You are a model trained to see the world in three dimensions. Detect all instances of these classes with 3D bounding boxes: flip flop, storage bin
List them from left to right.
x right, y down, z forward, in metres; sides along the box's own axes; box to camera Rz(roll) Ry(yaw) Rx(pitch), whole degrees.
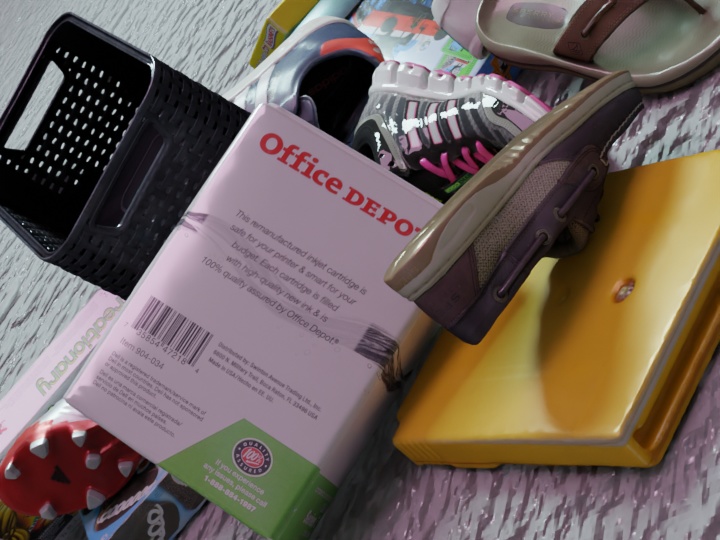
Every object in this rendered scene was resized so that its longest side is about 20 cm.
[{"bbox_3d":[-0.154,-0.070,1.076,0.136,0.093,0.200,-61,31,2],"label":"storage bin"},{"bbox_3d":[0.144,-0.156,1.010,0.199,0.058,0.081,14,65,42],"label":"flip flop"}]

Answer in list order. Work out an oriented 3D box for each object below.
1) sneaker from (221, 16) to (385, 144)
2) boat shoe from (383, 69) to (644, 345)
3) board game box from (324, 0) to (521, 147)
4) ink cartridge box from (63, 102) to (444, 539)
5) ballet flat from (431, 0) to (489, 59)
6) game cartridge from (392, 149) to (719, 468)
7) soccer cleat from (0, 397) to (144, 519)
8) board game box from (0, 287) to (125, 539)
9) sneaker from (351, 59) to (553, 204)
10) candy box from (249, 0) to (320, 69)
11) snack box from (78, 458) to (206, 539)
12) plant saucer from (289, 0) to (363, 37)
[{"bbox_3d":[-0.059,-0.084,1.131,0.200,0.075,0.084,-49,38,-3],"label":"sneaker"},{"bbox_3d":[0.091,-0.033,0.879,0.200,0.065,0.072,-42,4,-38],"label":"boat shoe"},{"bbox_3d":[0.021,-0.115,1.181,0.151,0.037,0.201,19,69,45],"label":"board game box"},{"bbox_3d":[-0.045,0.032,0.950,0.201,0.145,0.084,-56,-15,-8],"label":"ink cartridge box"},{"bbox_3d":[0.142,-0.202,1.111,0.199,0.070,0.070,-31,26,7],"label":"ballet flat"},{"bbox_3d":[0.112,0.023,0.874,0.199,0.032,0.177,-11,43,59],"label":"game cartridge"},{"bbox_3d":[-0.153,0.088,1.102,0.200,0.069,0.085,-39,17,14],"label":"soccer cleat"},{"bbox_3d":[-0.190,0.100,1.168,0.200,0.126,0.035,-49,58,1],"label":"board game box"},{"bbox_3d":[0.060,-0.070,1.038,0.199,0.074,0.088,19,80,51],"label":"sneaker"},{"bbox_3d":[-0.011,-0.242,1.340,0.200,0.026,0.102,-50,2,-18],"label":"candy box"},{"bbox_3d":[-0.107,0.099,1.126,0.200,0.037,0.116,-49,24,1],"label":"snack box"},{"bbox_3d":[-0.036,-0.171,1.331,0.200,0.027,0.200,-50,-1,-1],"label":"plant saucer"}]
